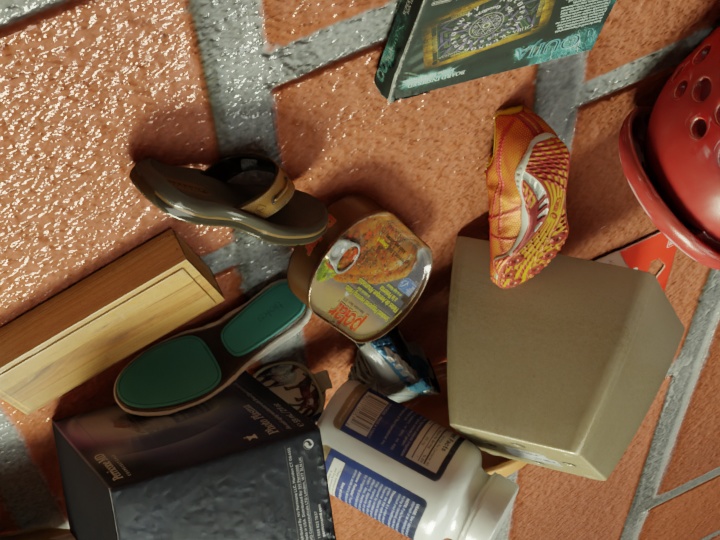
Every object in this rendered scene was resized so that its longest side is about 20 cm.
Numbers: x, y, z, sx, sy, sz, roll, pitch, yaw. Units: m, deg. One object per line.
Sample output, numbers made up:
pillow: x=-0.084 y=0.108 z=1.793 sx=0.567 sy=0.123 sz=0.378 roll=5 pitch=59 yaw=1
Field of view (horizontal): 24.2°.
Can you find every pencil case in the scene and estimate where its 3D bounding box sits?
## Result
pencil case: x=-0.082 y=0.172 z=1.723 sx=0.089 sy=0.078 sz=0.200 roll=-6 pitch=149 yaw=-13

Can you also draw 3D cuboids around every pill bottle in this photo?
pill bottle: x=0.050 y=0.199 z=1.640 sx=0.111 sy=0.199 sz=0.111 roll=-58 pitch=168 yaw=-20

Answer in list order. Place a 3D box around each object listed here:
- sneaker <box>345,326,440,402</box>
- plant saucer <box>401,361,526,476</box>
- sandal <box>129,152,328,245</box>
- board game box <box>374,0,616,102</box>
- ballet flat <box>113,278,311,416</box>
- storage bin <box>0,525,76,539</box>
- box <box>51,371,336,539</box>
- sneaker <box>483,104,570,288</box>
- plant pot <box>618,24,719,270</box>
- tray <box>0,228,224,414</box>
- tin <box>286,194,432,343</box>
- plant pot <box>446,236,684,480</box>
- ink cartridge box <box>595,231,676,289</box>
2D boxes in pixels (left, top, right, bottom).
sneaker: x=0.018 y=0.105 z=1.714 sx=0.086 sy=0.075 sz=0.200 roll=-26 pitch=155 yaw=8
plant saucer: x=0.109 y=0.167 z=1.778 sx=0.199 sy=0.200 sz=0.038 roll=-21 pitch=124 yaw=-15
sandal: x=-0.092 y=-0.066 z=1.301 sx=0.199 sy=0.082 sz=0.055 roll=13 pitch=111 yaw=-45
board game box: x=0.114 y=-0.201 z=1.290 sx=0.199 sy=0.028 sz=0.136 roll=-17 pitch=152 yaw=-25
ballet flat: x=-0.128 y=0.077 z=1.526 sx=0.199 sy=0.070 sz=0.070 roll=-31 pitch=155 yaw=-4
storage bin: x=-0.315 y=0.310 z=1.619 sx=0.197 sy=0.095 sz=0.199 roll=-7 pitch=179 yaw=-38
box: x=-0.154 y=0.190 z=1.511 sx=0.197 sy=0.200 sz=0.124 roll=-15 pitch=108 yaw=-22
sneaker: x=0.145 y=-0.065 z=1.506 sx=0.073 sy=0.077 sz=0.201 roll=-18 pitch=139 yaw=-22
plant pot: x=0.346 y=-0.109 z=1.502 sx=0.200 sy=0.201 sz=0.182 roll=4 pitch=142 yaw=-49
tray: x=-0.219 y=0.046 z=1.401 sx=0.199 sy=0.037 sz=0.099 roll=-29 pitch=155 yaw=3
tin: x=0.000 y=0.000 z=1.499 sx=0.112 sy=0.042 sz=0.200 roll=-55 pitch=153 yaw=-2
plant pot: x=0.186 y=0.096 z=1.637 sx=0.198 sy=0.178 sz=0.200 roll=11 pitch=166 yaw=23
ink cartridge box: x=0.288 y=0.039 z=1.898 sx=0.172 sy=0.044 sz=0.200 roll=-23 pitch=154 yaw=-10
